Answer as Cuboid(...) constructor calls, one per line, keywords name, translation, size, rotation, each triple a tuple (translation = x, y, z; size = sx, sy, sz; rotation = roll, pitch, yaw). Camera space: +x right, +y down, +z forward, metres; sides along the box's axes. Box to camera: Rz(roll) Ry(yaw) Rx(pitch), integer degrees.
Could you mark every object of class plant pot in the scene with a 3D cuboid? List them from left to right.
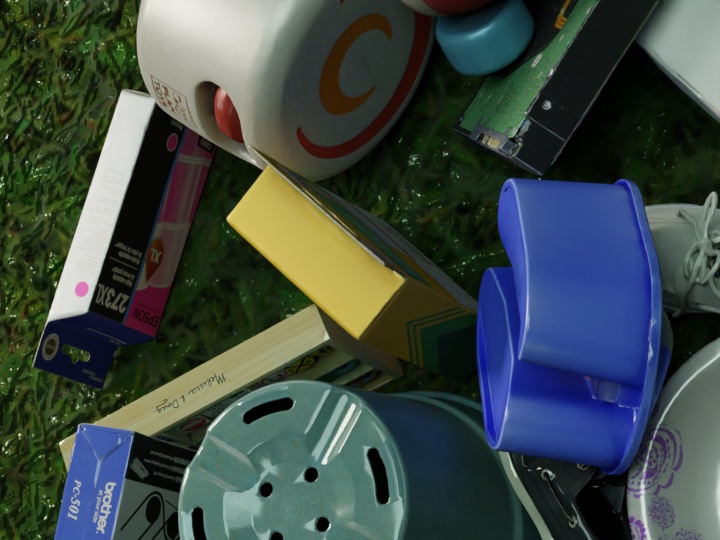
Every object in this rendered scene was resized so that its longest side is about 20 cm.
Cuboid(name="plant pot", translation=(-0.002, 0.156, 1.294), size=(0.200, 0.196, 0.201), rotation=(-6, 76, 23))

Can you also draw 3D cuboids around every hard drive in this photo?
Cuboid(name="hard drive", translation=(0.140, -0.158, 1.348), size=(0.038, 0.140, 0.200), rotation=(33, 91, -14))

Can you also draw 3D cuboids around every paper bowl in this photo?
Cuboid(name="paper bowl", translation=(0.263, 0.133, 1.229), size=(0.200, 0.104, 0.201), rotation=(-6, 75, 23))

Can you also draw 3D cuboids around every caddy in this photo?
Cuboid(name="caddy", translation=(0.133, 0.029, 1.251), size=(0.105, 0.200, 0.142), rotation=(7, 123, -7))

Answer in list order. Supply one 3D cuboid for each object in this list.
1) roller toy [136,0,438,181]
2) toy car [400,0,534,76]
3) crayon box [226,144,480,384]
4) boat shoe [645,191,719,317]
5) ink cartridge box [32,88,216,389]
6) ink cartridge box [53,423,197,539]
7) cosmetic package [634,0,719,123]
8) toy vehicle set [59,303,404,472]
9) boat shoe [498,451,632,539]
Cuboid(name="roller toy", translation=(-0.053, -0.163, 1.401), size=(0.140, 0.200, 0.183), rotation=(31, 112, 29))
Cuboid(name="toy car", translation=(0.114, -0.249, 1.308), size=(0.200, 0.184, 0.177), rotation=(-11, 41, 31))
Cuboid(name="crayon box", translation=(0.000, 0.000, 1.329), size=(0.126, 0.200, 0.052), rotation=(42, 96, 27))
Cuboid(name="boat shoe", translation=(0.225, -0.003, 1.289), size=(0.202, 0.086, 0.075), rotation=(18, 84, 30))
Cuboid(name="ink cartridge box", translation=(-0.161, -0.017, 1.466), size=(0.037, 0.095, 0.200), rotation=(17, 85, 26))
Cuboid(name="ink cartridge box", translation=(-0.118, 0.160, 1.343), size=(0.044, 0.200, 0.094), rotation=(7, 80, 27))
Cuboid(name="cosmetic package", translation=(0.279, -0.175, 1.313), size=(0.200, 0.081, 0.113), rotation=(-46, 63, 9))
Cuboid(name="toy vehicle set", translation=(-0.083, 0.091, 1.387), size=(0.200, 0.124, 0.027), rotation=(-29, 67, 16))
Cuboid(name="boat shoe", translation=(0.139, 0.142, 1.293), size=(0.066, 0.074, 0.200), rotation=(-30, 62, 26))
